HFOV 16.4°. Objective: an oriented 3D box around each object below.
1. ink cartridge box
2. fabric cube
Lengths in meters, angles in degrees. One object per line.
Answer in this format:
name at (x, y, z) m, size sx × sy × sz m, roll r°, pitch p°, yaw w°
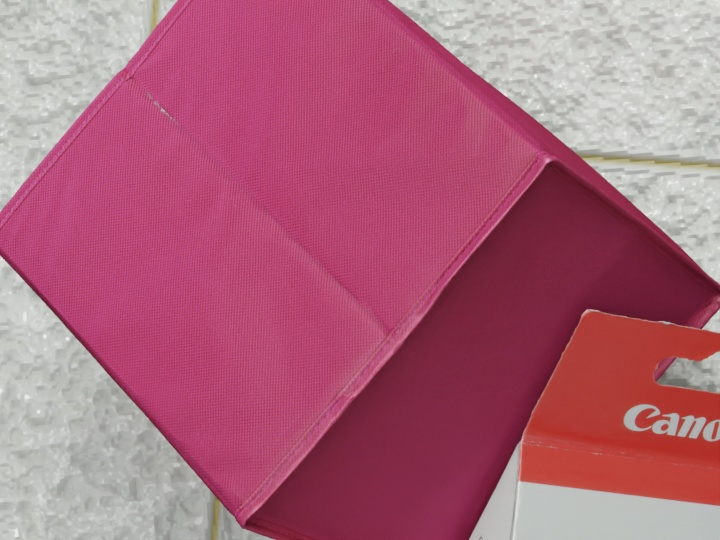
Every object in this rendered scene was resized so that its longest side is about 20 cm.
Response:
ink cartridge box at (0.130, 0.120, 1.093) m, size 0.161 × 0.050 × 0.200 m, roll 9°, pitch 123°, yaw -28°
fabric cube at (0.000, 0.000, 1.092) m, size 0.200 × 0.196 × 0.199 m, roll -49°, pitch 57°, yaw 5°
